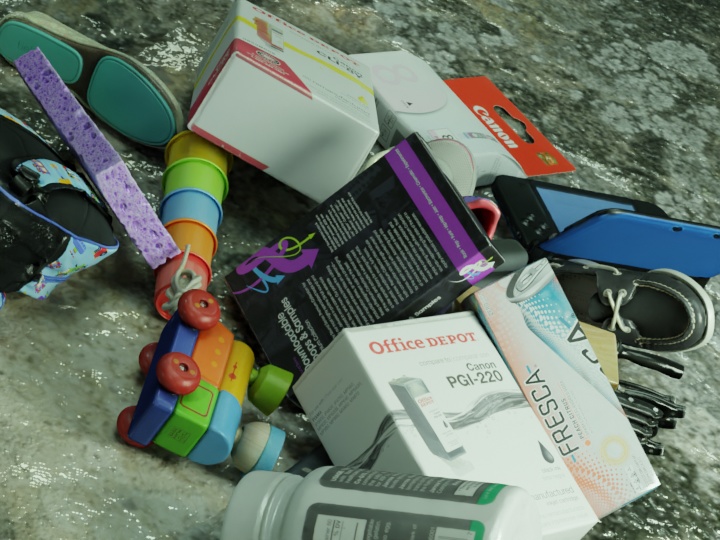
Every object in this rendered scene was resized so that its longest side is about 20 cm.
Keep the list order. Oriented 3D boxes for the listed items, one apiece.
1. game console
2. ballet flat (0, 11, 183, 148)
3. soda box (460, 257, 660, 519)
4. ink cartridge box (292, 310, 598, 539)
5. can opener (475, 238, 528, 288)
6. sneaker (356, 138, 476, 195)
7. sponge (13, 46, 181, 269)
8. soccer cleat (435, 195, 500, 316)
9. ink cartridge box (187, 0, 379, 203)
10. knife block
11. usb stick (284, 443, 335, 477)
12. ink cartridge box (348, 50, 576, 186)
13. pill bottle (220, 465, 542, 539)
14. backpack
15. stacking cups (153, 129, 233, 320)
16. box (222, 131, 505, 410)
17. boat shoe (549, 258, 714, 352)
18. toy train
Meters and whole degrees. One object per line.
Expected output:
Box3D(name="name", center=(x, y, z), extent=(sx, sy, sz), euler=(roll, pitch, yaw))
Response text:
Box3D(name="game console", center=(0.247, -0.052, 1.989), extent=(0.200, 0.118, 0.171), euler=(10, 37, -29))
Box3D(name="ballet flat", center=(-0.228, -0.176, 1.927), extent=(0.200, 0.068, 0.062), euler=(32, 26, 11))
Box3D(name="soda box", center=(0.154, 0.095, 1.704), extent=(0.068, 0.064, 0.200), euler=(-26, 87, -11))
Box3D(name="ink cartridge box", center=(0.062, 0.136, 1.630), extent=(0.146, 0.085, 0.200), euler=(-7, 56, -43))
Box3D(name="can opener", center=(0.065, 0.010, 1.866), extent=(0.200, 0.053, 0.066), euler=(-8, 45, -41))
Box3D(name="sneaker", center=(0.044, -0.068, 1.905), extent=(0.081, 0.088, 0.200), euler=(33, 44, 13))
Box3D(name="sponge", center=(-0.214, -0.093, 1.767), extent=(0.030, 0.112, 0.200), euler=(-34, 42, -4))
Box3D(name="soccer cleat", center=(0.043, 0.020, 1.750), extent=(0.068, 0.073, 0.200), euler=(40, 69, -12))
Box3D(name="ink cartridge box", center=(-0.067, -0.151, 1.913), extent=(0.145, 0.083, 0.200), euler=(28, 17, -12))
Box3D(name="knife block", center=(0.174, 0.079, 1.830), extent=(0.175, 0.064, 0.200), euler=(-14, 49, -43))
Box3D(name="usb stick", center=(-0.001, 0.141, 1.669), extent=(0.055, 0.033, 0.200), euler=(36, 37, 15))
Box3D(name="ink cartridge box", center=(0.097, -0.150, 2.101), extent=(0.200, 0.057, 0.163), euler=(-13, 49, -35))
Box3D(name="pill bottle", center=(0.014, 0.192, 1.485), extent=(0.200, 0.113, 0.113), euler=(5, 29, 22))
Box3D(name="backpack", center=(-0.287, -0.050, 1.663), extent=(0.183, 0.135, 0.200), euler=(44, 7, 24))
Box3D(name="stacking cups", center=(-0.145, -0.034, 1.802), extent=(0.060, 0.061, 0.200), euler=(18, 40, -10))
Box3D(name="box", center=(0.000, 0.000, 1.734), extent=(0.036, 0.200, 0.143), euler=(46, 10, -49))
Box3D(name="boat shoe", center=(0.214, 0.028, 1.861), extent=(0.060, 0.074, 0.200), euler=(-6, 16, -37))
Box3D(name="toy train", center=(-0.101, 0.067, 1.659), extent=(0.116, 0.085, 0.200), euler=(29, 40, -13))
